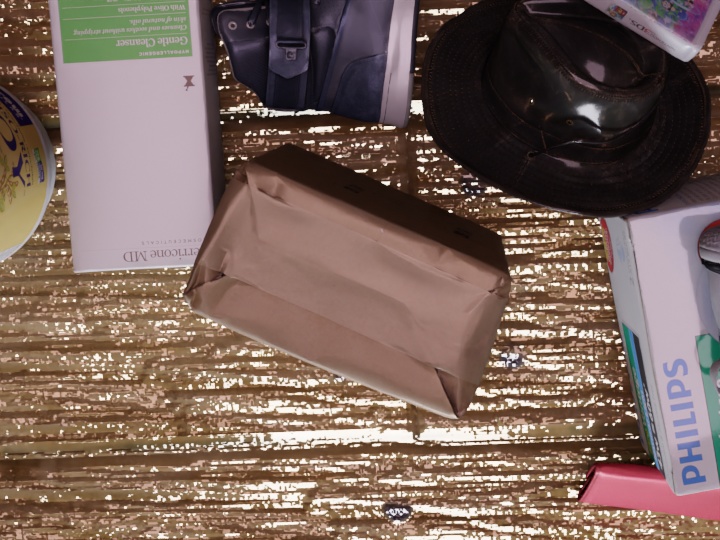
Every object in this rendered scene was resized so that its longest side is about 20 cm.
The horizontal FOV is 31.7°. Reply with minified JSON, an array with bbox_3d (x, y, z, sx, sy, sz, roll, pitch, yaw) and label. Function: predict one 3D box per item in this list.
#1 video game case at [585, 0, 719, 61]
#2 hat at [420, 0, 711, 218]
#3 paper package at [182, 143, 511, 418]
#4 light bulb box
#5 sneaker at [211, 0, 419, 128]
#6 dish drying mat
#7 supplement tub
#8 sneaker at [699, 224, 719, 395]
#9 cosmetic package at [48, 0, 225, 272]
[{"bbox_3d":[0.178,-0.258,0.837,0.182,0.024,0.200,31,65,-3],"label":"video game case"},{"bbox_3d":[0.138,-0.133,0.832,0.200,0.081,0.201,0,62,0],"label":"hat"},{"bbox_3d":[0.000,0.000,0.851,0.191,0.200,0.104,24,99,-1],"label":"paper package"},{"bbox_3d":[0.286,0.030,0.880,0.200,0.125,0.198,-12,99,4],"label":"light bulb box"},{"bbox_3d":[-0.029,-0.206,0.881,0.146,0.077,0.202,6,101,-1],"label":"sneaker"},{"bbox_3d":[0.266,0.166,0.936,0.200,0.077,0.018,7,63,2],"label":"dish drying mat"},{"bbox_3d":[-0.294,-0.062,0.855,0.145,0.200,0.145,0,100,3],"label":"supplement tub"},{"bbox_3d":[0.310,0.028,0.780,0.200,0.075,0.115,1,99,8],"label":"sneaker"},{"bbox_3d":[-0.154,-0.104,0.900,0.108,0.085,0.200,-4,98,1],"label":"cosmetic package"}]
